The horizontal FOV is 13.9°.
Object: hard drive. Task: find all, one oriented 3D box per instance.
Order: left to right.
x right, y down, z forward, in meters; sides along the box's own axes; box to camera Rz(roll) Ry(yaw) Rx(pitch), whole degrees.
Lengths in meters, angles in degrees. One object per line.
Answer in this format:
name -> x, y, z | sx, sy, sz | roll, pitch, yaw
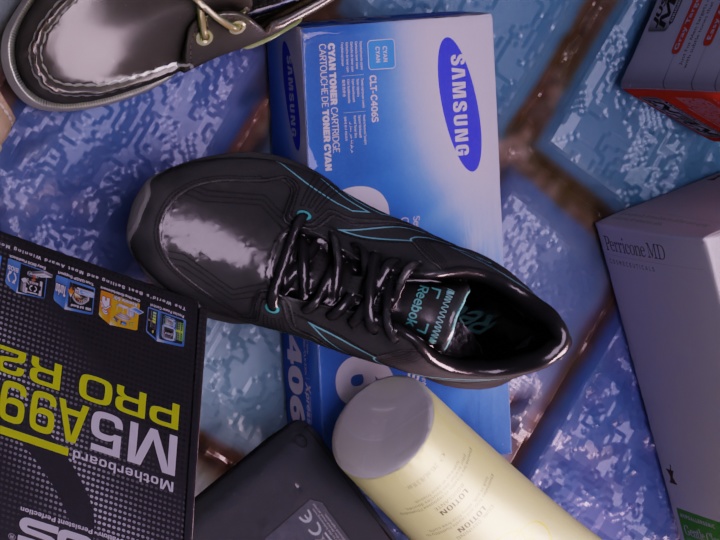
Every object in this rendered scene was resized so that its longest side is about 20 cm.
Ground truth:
hard drive -> -0.045, 0.165, 1.220 | 0.140, 0.033, 0.200 | 54, 42, -1

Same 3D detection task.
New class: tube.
tube -> 0.059, 0.116, 1.318 | 0.200, 0.058, 0.052 | 47, 42, -45

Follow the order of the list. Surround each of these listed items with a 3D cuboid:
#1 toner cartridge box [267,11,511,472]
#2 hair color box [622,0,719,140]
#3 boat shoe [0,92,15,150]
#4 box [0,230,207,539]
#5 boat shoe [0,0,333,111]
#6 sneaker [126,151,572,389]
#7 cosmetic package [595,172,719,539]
toner cartridge box -> 0.013, -0.013, 1.318 | 0.095, 0.043, 0.200 | -7, 98, -24
hair color box -> 0.204, -0.110, 1.300 | 0.061, 0.200, 0.102 | 27, 84, -24
boat shoe -> -0.191, -0.137, 1.202 | 0.065, 0.072, 0.200 | -35, 102, -16
box -> -0.161, 0.052, 1.163 | 0.200, 0.044, 0.160 | 20, 43, -19
boat shoe -> -0.060, -0.128, 1.265 | 0.202, 0.060, 0.072 | -30, 106, -19
sneaker -> 0.000, 0.000, 1.248 | 0.200, 0.079, 0.075 | 16, 89, -22
cosmetic package -> 0.191, 0.060, 1.371 | 0.085, 0.108, 0.200 | -22, 102, -20
